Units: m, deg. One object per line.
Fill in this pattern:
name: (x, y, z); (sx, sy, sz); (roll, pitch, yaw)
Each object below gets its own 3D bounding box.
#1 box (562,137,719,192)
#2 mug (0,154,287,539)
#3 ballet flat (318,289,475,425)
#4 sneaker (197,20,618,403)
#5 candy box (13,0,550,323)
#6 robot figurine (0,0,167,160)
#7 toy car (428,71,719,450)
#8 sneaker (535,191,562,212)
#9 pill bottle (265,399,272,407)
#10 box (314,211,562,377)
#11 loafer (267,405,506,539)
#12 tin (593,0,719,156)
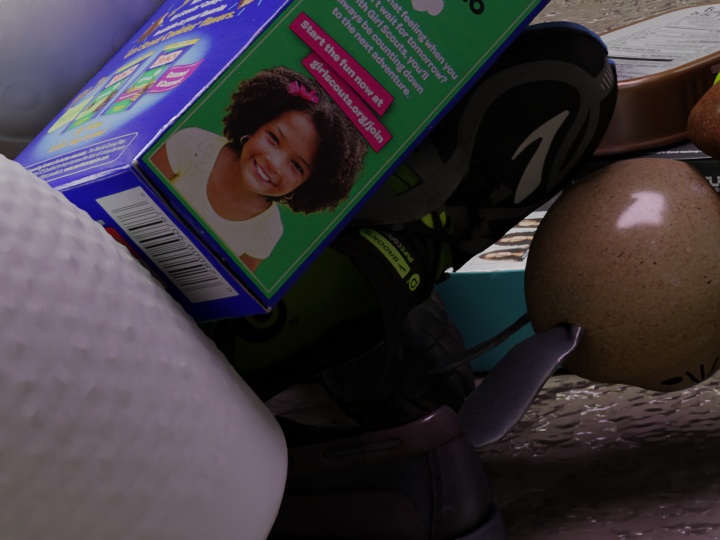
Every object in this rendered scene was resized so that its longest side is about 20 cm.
box: (0.161, -0.055, 1.342); (0.200, 0.050, 0.158); (-1, 18, 27)
mug: (-0.138, 0.029, 0.907); (0.148, 0.175, 0.200); (-37, 27, 5)
ballet flat: (0.000, 0.000, 1.138); (0.066, 0.057, 0.200); (-42, 39, 23)
sneaker: (0.018, -0.013, 0.986); (0.200, 0.071, 0.083); (-37, 24, 2)
candy box: (-0.031, -0.071, 0.981); (0.200, 0.077, 0.169); (-50, 18, -22)
robot figurine: (-0.131, -0.093, 1.116); (0.170, 0.113, 0.200); (-44, -15, -12)
toy car: (0.123, 0.015, 1.007); (0.200, 0.158, 0.164); (-25, 13, 1)
sneaker: (0.040, -0.090, 1.224); (0.079, 0.199, 0.130); (-1, -7, 19)
pill bottle: (-0.141, 0.028, 1.121); (0.200, 0.112, 0.112); (-4, 17, 17)
box: (0.066, 0.009, 1.182); (0.200, 0.049, 0.082); (-3, 18, 20)
loafer: (-0.034, 0.071, 1.005); (0.200, 0.063, 0.072); (4, 23, 37)
tin: (0.157, -0.100, 1.345); (0.200, 0.042, 0.112); (-22, 16, -37)
